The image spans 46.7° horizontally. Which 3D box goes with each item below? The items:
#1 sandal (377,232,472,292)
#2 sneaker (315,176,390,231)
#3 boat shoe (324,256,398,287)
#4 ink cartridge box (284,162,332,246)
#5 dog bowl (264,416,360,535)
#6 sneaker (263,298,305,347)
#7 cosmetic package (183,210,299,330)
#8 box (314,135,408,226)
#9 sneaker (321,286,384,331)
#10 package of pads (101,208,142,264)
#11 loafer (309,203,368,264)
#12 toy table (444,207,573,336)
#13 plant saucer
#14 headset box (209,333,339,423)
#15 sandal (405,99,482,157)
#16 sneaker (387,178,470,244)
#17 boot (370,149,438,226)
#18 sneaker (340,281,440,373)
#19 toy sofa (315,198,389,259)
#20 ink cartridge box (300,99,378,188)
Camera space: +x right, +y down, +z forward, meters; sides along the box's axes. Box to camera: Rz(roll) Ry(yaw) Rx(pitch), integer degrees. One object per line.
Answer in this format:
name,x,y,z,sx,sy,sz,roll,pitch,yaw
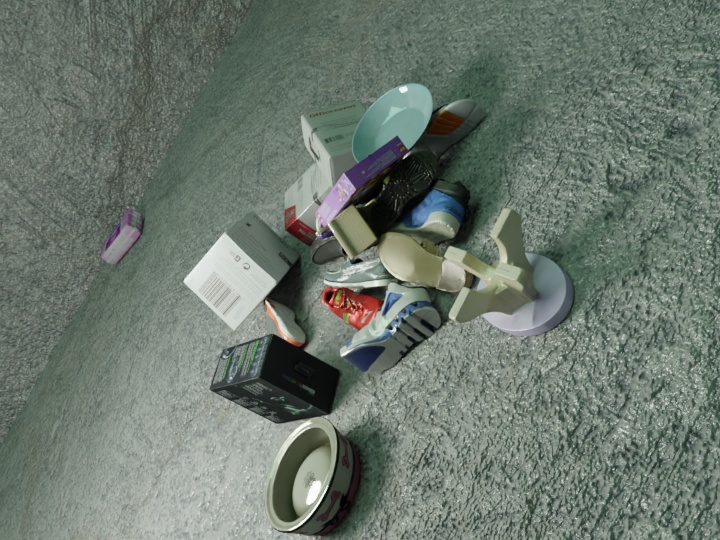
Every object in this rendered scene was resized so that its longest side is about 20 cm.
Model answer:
sandal,0.125,-0.010,1.486,0.210,0.069,0.079,24,105,41
sneaker,-0.019,-0.143,1.799,0.200,0.072,0.083,-45,27,8
boat shoe,0.000,0.000,1.639,0.198,0.072,0.063,-1,92,50
ink cartridge box,-0.084,-0.180,1.931,0.199,0.082,0.148,-41,32,27
dog bowl,-0.078,0.361,1.436,0.199,0.073,0.203,-38,34,32
sneaker,-0.184,0.129,1.826,0.083,0.076,0.200,-59,27,12
cosmetic package,-0.269,-0.004,1.922,0.165,0.165,0.200,-45,6,21
box,-0.001,-0.161,1.555,0.136,0.039,0.200,-38,-3,-25
sneaker,-0.018,0.071,1.601,0.199,0.084,0.078,9,71,60
package of pads,-0.922,-0.130,3.234,0.200,0.075,0.122,-45,30,24
loafer,-0.039,-0.062,1.781,0.199,0.072,0.073,-38,39,35
toy table,0.214,0.015,1.257,0.198,0.116,0.187,0,63,56
plant saucer,0.071,-0.282,1.674,0.198,0.039,0.204,-24,46,28
headset box,-0.162,0.211,1.604,0.198,0.173,0.094,-21,46,49
sandal,0.155,-0.283,1.673,0.206,0.078,0.060,-40,36,34
sneaker,0.132,-0.109,1.551,0.199,0.076,0.113,-16,42,61
boot,0.092,-0.172,1.612,0.182,0.073,0.200,-44,0,21
sneaker,0.058,0.091,1.484,0.198,0.080,0.116,-35,32,25
toy sofa,-0.006,-0.074,1.615,0.097,0.084,0.200,-36,-1,15
ink cartridge box,-0.031,-0.277,1.812,0.144,0.084,0.201,-17,41,-13
